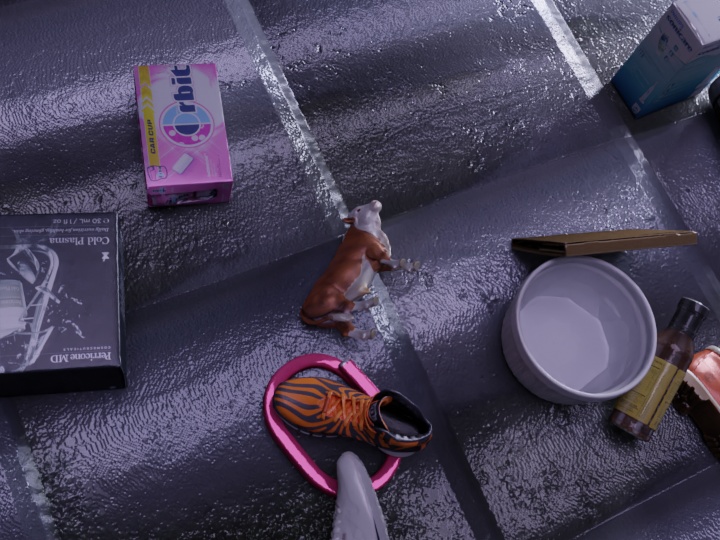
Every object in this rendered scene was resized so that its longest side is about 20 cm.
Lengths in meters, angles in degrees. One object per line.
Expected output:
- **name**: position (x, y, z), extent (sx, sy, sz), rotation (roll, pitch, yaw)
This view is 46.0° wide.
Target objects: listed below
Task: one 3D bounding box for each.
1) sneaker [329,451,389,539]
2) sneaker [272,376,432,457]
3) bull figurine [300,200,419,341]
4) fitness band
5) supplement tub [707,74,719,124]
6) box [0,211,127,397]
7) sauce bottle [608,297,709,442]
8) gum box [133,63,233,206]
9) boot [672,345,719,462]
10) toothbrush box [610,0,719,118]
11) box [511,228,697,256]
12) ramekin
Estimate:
- **sneaker**: position (-0.005, 0.317, 1.006), extent (0.080, 0.076, 0.200), rotation (-14, 86, 1)
- **sneaker**: position (-0.005, 0.165, 1.022), extent (0.200, 0.112, 0.078), rotation (15, 68, -4)
- **bull figurine**: position (0.000, 0.000, 1.144), extent (0.121, 0.065, 0.200), rotation (20, 69, 32)
- **fitness band**: position (-0.034, 0.196, 1.083), extent (0.144, 0.037, 0.200), rotation (-38, 79, -22)
- **supplement tub**: position (0.649, -0.229, 1.355), extent (0.122, 0.123, 0.200), rotation (-8, 71, -15)
- **box**: position (-0.388, 0.042, 1.022), extent (0.200, 0.124, 0.197), rotation (-3, 71, -13)
- **sauce bottle**: position (0.411, 0.133, 1.154), extent (0.065, 0.065, 0.200), rotation (30, 88, 1)
- **gum box**: position (-0.246, -0.183, 1.172), extent (0.113, 0.066, 0.200), rotation (-6, 70, -15)
- **boot**: position (0.524, 0.199, 1.186), extent (0.107, 0.075, 0.200), rotation (-28, 76, -26)
- **toothbrush box**: position (0.512, -0.343, 1.329), extent (0.146, 0.200, 0.085), rotation (-23, 75, -19)
- **box**: position (0.338, -0.041, 1.196), extent (0.200, 0.163, 0.021), rotation (-6, 95, -15)
- **ramekin**: position (0.289, 0.089, 1.159), extent (0.200, 0.105, 0.200), rotation (4, 68, -10)
